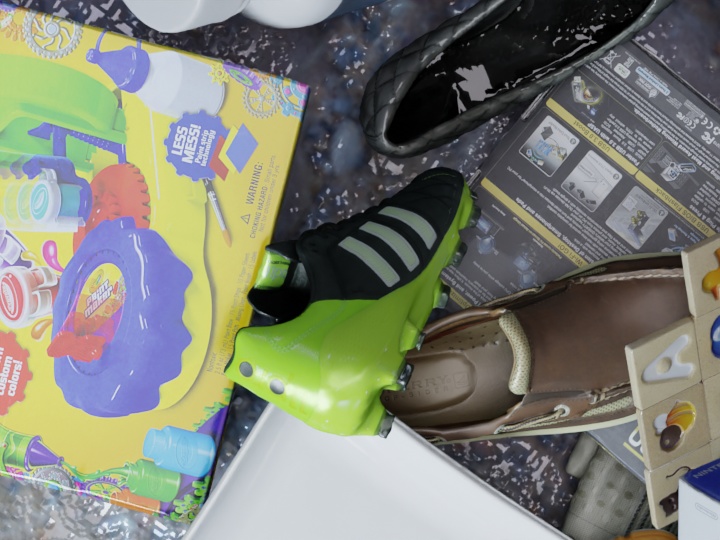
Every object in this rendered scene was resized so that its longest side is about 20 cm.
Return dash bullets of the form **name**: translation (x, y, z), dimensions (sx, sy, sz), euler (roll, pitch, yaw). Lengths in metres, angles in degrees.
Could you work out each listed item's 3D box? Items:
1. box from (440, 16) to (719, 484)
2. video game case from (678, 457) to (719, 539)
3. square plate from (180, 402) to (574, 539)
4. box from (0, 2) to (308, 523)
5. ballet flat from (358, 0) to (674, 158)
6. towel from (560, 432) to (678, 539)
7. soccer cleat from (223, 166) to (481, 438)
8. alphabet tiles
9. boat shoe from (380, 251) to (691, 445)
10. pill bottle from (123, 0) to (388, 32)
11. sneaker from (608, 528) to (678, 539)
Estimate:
- **box**: translation (0.143, 0.003, 0.978), dimensions (0.200, 0.049, 0.162), euler (40, 90, 11)
- **video game case**: translation (0.230, 0.150, 0.935), dimensions (0.199, 0.045, 0.183), euler (-17, 117, -30)
- **square plate**: translation (-0.012, 0.168, 0.921), dimensions (0.198, 0.028, 0.201), euler (36, 90, -25)
- **box**: translation (-0.140, -0.010, 0.943), dimensions (0.191, 0.122, 0.202), euler (14, 92, -3)
- **ballet flat**: translation (0.088, -0.112, 0.942), dimensions (0.199, 0.057, 0.067), euler (-36, 112, 9)
- **towel**: translation (0.217, 0.084, 1.023), dimensions (0.191, 0.035, 0.201), euler (26, 89, -7)
- **soccer cleat**: translation (0.000, 0.000, 0.888), dimensions (0.080, 0.200, 0.068), euler (22, 121, 4)
- **alphabet tiles**: translation (0.210, 0.036, 0.922), dimensions (0.199, 0.006, 0.168), euler (-24, 123, -16)
- **boat shoe**: translation (0.081, 0.043, 0.924), dimensions (0.201, 0.075, 0.075), euler (-19, 84, 10)
- **pill bottle**: translation (-0.016, -0.175, 0.911), dimensions (0.199, 0.119, 0.121), euler (-22, 94, -33)
- **sneaker**: translation (0.151, 0.229, 0.986), dimensions (0.078, 0.077, 0.202), euler (-17, 112, -3)
